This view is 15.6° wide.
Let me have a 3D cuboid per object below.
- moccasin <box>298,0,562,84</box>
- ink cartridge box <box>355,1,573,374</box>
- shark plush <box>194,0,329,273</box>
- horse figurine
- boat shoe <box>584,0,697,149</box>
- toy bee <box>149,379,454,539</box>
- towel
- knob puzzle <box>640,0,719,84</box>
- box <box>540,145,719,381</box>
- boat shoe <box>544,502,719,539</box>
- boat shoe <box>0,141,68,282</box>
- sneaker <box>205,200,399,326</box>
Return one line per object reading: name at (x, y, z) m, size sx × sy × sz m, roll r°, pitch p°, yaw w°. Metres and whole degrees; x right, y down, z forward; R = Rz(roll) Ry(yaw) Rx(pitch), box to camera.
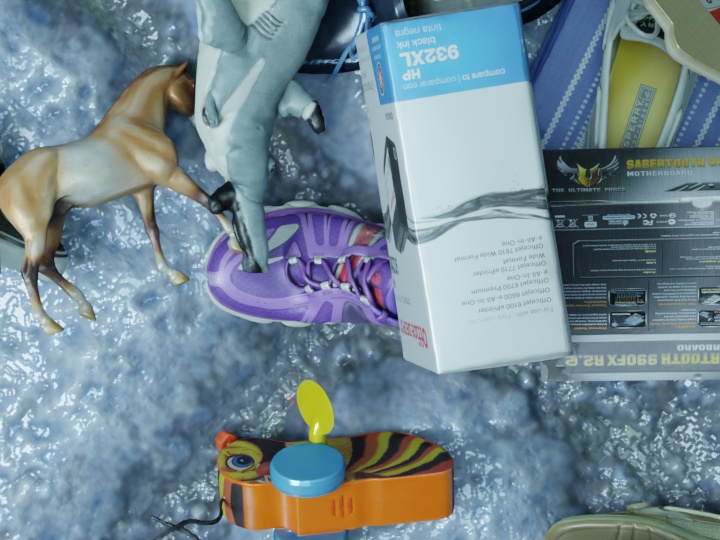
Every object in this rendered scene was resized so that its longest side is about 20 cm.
moccasin at (0.028, -0.171, 1.628) m, size 0.199 × 0.068 × 0.081 m, roll -17°, pitch 94°, yaw 9°
ink cartridge box at (0.057, -0.047, 1.526) m, size 0.083 × 0.145 × 0.201 m, roll -9°, pitch 93°, yaw -7°
shark plush at (-0.059, -0.101, 1.600) m, size 0.083 × 0.091 × 0.201 m, roll 4°, pitch 83°, yaw 3°
horse figurine at (-0.166, -0.040, 1.626) m, size 0.199 × 0.050 × 0.133 m, roll -24°, pitch 86°, yaw -16°
boat shoe at (0.178, -0.146, 1.590) m, size 0.074 × 0.086 × 0.203 m, roll 17°, pitch 94°, yaw 1°
toy bee at (-0.046, 0.126, 1.653) m, size 0.199 × 0.109 × 0.132 m, roll 10°, pitch 112°, yaw -26°
towel at (0.199, -0.092, 1.646) m, size 0.199 × 0.024 × 0.145 m, roll 26°, pitch 95°, yaw 1°
knob puzzle at (0.235, -0.172, 1.564) m, size 0.218 × 0.030 × 0.221 m, roll 13°, pitch 62°, yaw -25°
box at (0.205, -0.003, 1.593) m, size 0.199 × 0.049 × 0.159 m, roll -1°, pitch 136°, yaw 6°
boat shoe at (0.216, 0.184, 1.655) m, size 0.199 × 0.063 × 0.074 m, roll 3°, pitch 108°, yaw 12°
boat shoe at (-0.261, -0.067, 1.665) m, size 0.199 × 0.071 × 0.064 m, roll 35°, pitch 98°, yaw 3°
sneaker at (0.000, 0.000, 1.640) m, size 0.199 × 0.083 × 0.081 m, roll 2°, pitch 95°, yaw 6°
